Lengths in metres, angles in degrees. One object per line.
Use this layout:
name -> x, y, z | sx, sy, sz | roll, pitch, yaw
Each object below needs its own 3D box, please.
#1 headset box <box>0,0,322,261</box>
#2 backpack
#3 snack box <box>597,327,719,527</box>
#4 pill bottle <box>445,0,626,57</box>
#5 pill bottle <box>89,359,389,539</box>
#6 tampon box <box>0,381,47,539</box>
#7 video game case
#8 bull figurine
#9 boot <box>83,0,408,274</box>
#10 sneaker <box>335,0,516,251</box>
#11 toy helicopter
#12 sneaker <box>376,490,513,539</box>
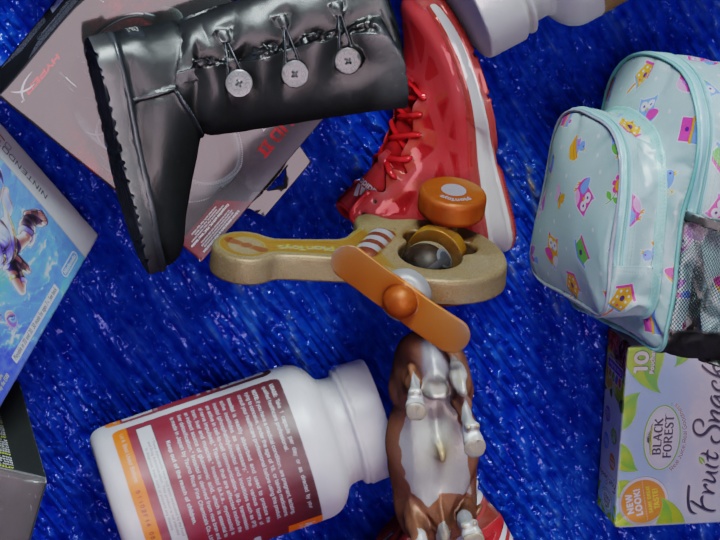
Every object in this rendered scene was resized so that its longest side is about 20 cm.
headset box -> -0.123, -0.117, 1.620 | 0.200, 0.077, 0.149 | 41, 94, -18
backpack -> 0.210, -0.053, 1.663 | 0.153, 0.176, 0.201 | 13, 99, -20
snack box -> 0.280, 0.113, 1.791 | 0.199, 0.053, 0.143 | -1, 105, -12
pill bottle -> 0.150, -0.230, 1.622 | 0.199, 0.114, 0.115 | -30, 110, -7
pill bottle -> -0.079, 0.134, 1.683 | 0.199, 0.113, 0.113 | -18, 109, -6
tampon box -> -0.293, 0.158, 1.595 | 0.126, 0.200, 0.151 | 13, 102, -16
video game case -> -0.271, -0.024, 1.554 | 0.045, 0.200, 0.181 | -27, 114, 32
bull figurine -> 0.053, 0.138, 1.629 | 0.065, 0.121, 0.201 | -9, 109, -3
boot -> -0.064, -0.098, 1.570 | 0.199, 0.066, 0.166 | -15, 109, -13
sneaker -> 0.032, -0.088, 1.664 | 0.115, 0.078, 0.201 | -20, 108, -8
toy helicopter -> 0.000, 0.000, 1.599 | 0.199, 0.132, 0.079 | 1, 119, -10
sneaker -> 0.034, 0.250, 1.749 | 0.200, 0.078, 0.116 | -38, 102, 1
